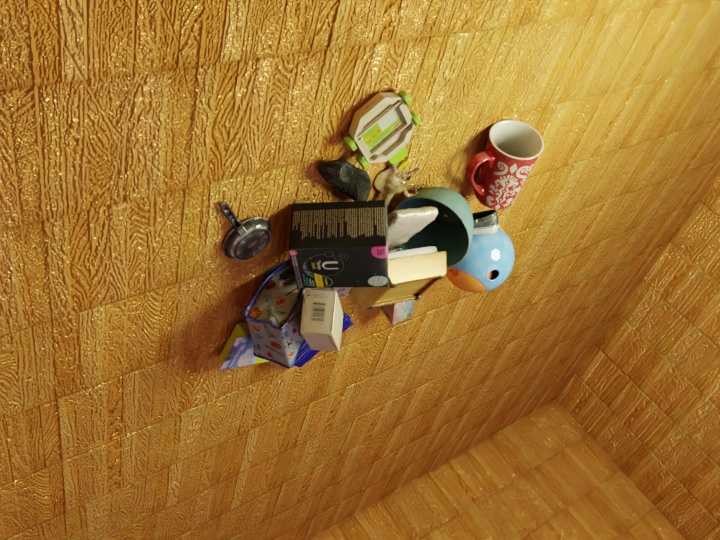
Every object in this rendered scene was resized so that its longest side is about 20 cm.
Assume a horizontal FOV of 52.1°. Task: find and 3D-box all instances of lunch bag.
[{"bbox_3d":[-0.173,0.088,1.682,0.170,0.124,0.200,89,24,-53],"label":"lunch bag"}]

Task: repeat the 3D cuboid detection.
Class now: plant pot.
[{"bbox_3d":[0.191,-0.125,1.784,0.135,0.200,0.200,-53,165,-43],"label":"plant pot"}]

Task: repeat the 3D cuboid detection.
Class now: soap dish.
[{"bbox_3d":[0.093,0.019,1.729,0.200,0.081,0.157,-9,156,-36],"label":"soap dish"}]

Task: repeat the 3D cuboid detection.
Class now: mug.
[{"bbox_3d":[0.339,-0.259,1.838,0.177,0.134,0.200,4,144,-6],"label":"mug"}]

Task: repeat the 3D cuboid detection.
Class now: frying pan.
[{"bbox_3d":[-0.226,-0.085,1.490,0.115,0.031,0.190,-27,151,-26],"label":"frying pan"}]

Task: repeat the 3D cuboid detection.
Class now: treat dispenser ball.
[{"bbox_3d":[0.316,-0.039,2.005,0.201,0.201,0.201,-29,149,-19],"label":"treat dispenser ball"}]

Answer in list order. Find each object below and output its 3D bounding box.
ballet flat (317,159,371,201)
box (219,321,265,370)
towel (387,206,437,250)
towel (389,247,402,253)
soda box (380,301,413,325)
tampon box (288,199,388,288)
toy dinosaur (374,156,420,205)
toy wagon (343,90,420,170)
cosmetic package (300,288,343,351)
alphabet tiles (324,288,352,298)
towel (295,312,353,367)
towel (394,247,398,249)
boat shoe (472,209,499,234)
[{"bbox_3d":[-0.026,-0.194,1.566,0.200,0.057,0.067,31,79,-65],"label":"ballet flat"},{"bbox_3d":[-0.251,0.175,1.792,0.200,0.048,0.122,-6,136,-47],"label":"box"},{"bbox_3d":[0.072,-0.087,1.696,0.132,0.034,0.200,-11,162,-41],"label":"towel"},{"bbox_3d":[0.000,0.000,1.778,0.200,0.024,0.147,-16,165,-16],"label":"towel"},{"bbox_3d":[0.101,0.072,1.987,0.068,0.064,0.200,-27,157,-14],"label":"soda box"},{"bbox_3d":[-0.041,-0.053,1.553,0.200,0.126,0.150,-2,146,4],"label":"tampon box"},{"bbox_3d":[0.076,-0.195,1.679,0.101,0.058,0.200,-7,132,-22],"label":"toy dinosaur"},{"bbox_3d":[0.051,-0.277,1.520,0.155,0.040,0.200,-40,147,0],"label":"toy wagon"},{"bbox_3d":[-0.084,0.114,1.652,0.073,0.104,0.200,4,165,5],"label":"cosmetic package"},{"bbox_3d":[-0.021,0.020,1.748,0.195,0.015,0.200,-17,161,-9],"label":"alphabet tiles"},{"bbox_3d":[-0.108,0.183,1.950,0.200,0.050,0.148,-40,161,-1],"label":"towel"},{"bbox_3d":[0.125,-0.022,1.978,0.132,0.034,0.200,-9,138,-42],"label":"towel"},{"bbox_3d":[0.258,-0.124,1.907,0.200,0.069,0.057,-4,113,6],"label":"boat shoe"}]
